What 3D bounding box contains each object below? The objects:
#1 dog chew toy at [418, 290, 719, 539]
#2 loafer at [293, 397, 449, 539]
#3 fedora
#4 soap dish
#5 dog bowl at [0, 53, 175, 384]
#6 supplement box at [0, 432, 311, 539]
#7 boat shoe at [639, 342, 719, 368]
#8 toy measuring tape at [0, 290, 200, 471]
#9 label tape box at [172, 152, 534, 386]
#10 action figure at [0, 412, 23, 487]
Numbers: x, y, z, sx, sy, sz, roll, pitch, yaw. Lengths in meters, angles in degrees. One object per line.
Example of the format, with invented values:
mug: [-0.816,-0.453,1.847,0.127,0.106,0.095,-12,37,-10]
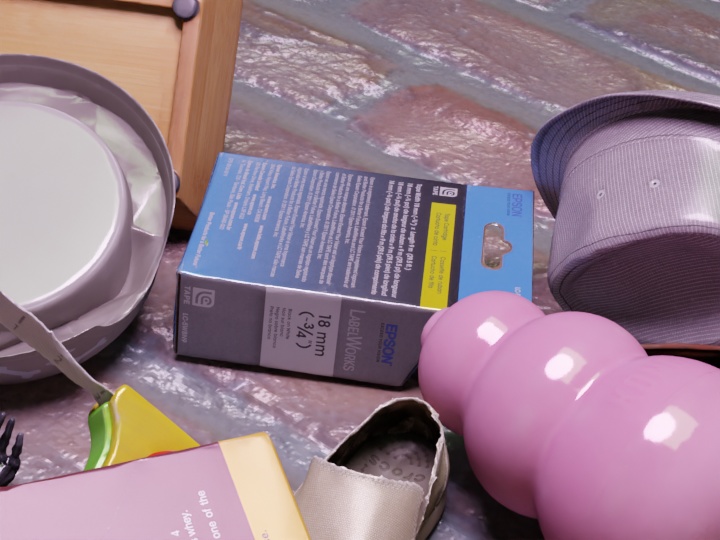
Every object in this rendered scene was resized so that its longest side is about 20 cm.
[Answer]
dog chew toy: [0.109,0.078,0.795,0.124,0.125,0.200,-25,47,-38]
loafer: [-0.009,0.126,0.758,0.075,0.069,0.200,13,33,13]
fedora: [0.175,-0.014,0.918,0.199,0.177,0.090,-3,43,39]
soap dish: [-0.183,-0.116,1.011,0.199,0.158,0.081,8,-2,0]
dog bowl: [-0.202,-0.026,0.902,0.199,0.059,0.201,1,59,-2]
supplement box: [-0.103,0.188,0.546,0.199,0.133,0.198,-10,55,-23]
boat shoe: [0.223,0.073,0.878,0.199,0.071,0.070,-2,31,-15]
toy measuring tape: [-0.129,0.087,0.752,0.200,0.074,0.074,41,34,-10]
label tape box: [0.000,0.000,0.952,0.199,0.064,0.144,8,33,2]
action figure: [-0.209,0.133,0.688,0.118,0.103,0.200,6,30,-3]
